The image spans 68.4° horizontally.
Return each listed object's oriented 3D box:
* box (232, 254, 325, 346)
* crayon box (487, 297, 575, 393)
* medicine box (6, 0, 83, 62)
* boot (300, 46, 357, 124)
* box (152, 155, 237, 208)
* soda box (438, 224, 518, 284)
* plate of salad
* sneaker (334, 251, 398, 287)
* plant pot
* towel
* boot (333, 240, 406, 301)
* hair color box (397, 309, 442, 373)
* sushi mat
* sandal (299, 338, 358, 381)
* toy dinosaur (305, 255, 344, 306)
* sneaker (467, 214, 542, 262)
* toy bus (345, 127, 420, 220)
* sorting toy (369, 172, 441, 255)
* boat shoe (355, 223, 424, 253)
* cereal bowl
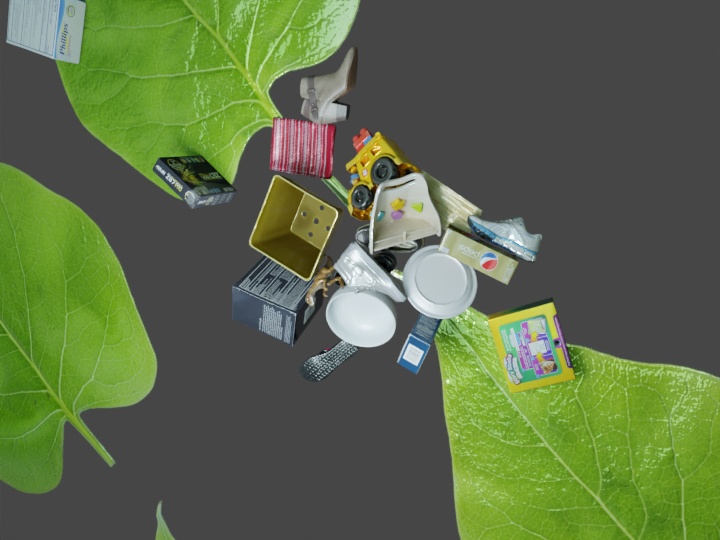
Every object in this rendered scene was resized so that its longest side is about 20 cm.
[{"bbox_3d":[-0.222,0.071,1.468,0.193,0.201,0.126,22,128,12],"label":"box"},{"bbox_3d":[0.438,0.194,1.362,0.168,0.058,0.206,-17,94,21],"label":"crayon box"},{"bbox_3d":[-0.955,-0.755,1.611,0.195,0.103,0.188,21,106,13],"label":"medicine box"},{"bbox_3d":[-0.089,-0.490,1.398,0.142,0.070,0.207,15,104,17],"label":"boot"},{"bbox_3d":[-0.462,-0.252,1.494,0.161,0.200,0.049,45,111,5],"label":"box"},{"bbox_3d":[0.298,-0.043,1.347,0.195,0.068,0.066,27,107,5],"label":"soda box"},{"bbox_3d":[0.204,0.031,1.376,0.192,0.048,0.207,1,66,-1],"label":"plate of salad"},{"bbox_3d":[0.000,0.000,1.438,0.195,0.112,0.075,-20,93,20],"label":"sneaker"},{"bbox_3d":[-0.151,-0.124,1.430,0.196,0.176,0.204,29,108,9],"label":"plant pot"},{"bbox_3d":[-0.162,-0.341,1.475,0.193,0.022,0.150,11,103,16],"label":"towel"},{"bbox_3d":[0.022,0.028,1.351,0.096,0.074,0.200,-44,90,8],"label":"boot"},{"bbox_3d":[0.163,0.158,1.359,0.059,0.200,0.102,27,124,10],"label":"hair color box"},{"bbox_3d":[0.216,-0.168,1.388,0.197,0.012,0.097,36,107,8],"label":"sushi mat"},{"bbox_3d":[-0.090,0.260,1.560,0.196,0.045,0.076,-32,96,6],"label":"sandal"},{"bbox_3d":[-0.090,0.006,1.415,0.103,0.202,0.062,1,131,24],"label":"toy dinosaur"},{"bbox_3d":[0.363,-0.102,1.330,0.196,0.075,0.089,28,90,6],"label":"sneaker"},{"bbox_3d":[0.027,-0.260,1.378,0.199,0.134,0.195,-42,69,22],"label":"toy bus"},{"bbox_3d":[0.099,-0.156,1.318,0.194,0.109,0.183,-15,141,-9],"label":"sorting toy"},{"bbox_3d":[0.072,-0.087,1.423,0.193,0.065,0.076,3,103,18],"label":"boat shoe"},{"bbox_3d":[0.007,0.109,1.454,0.193,0.085,0.205,8,131,9],"label":"cereal bowl"}]
